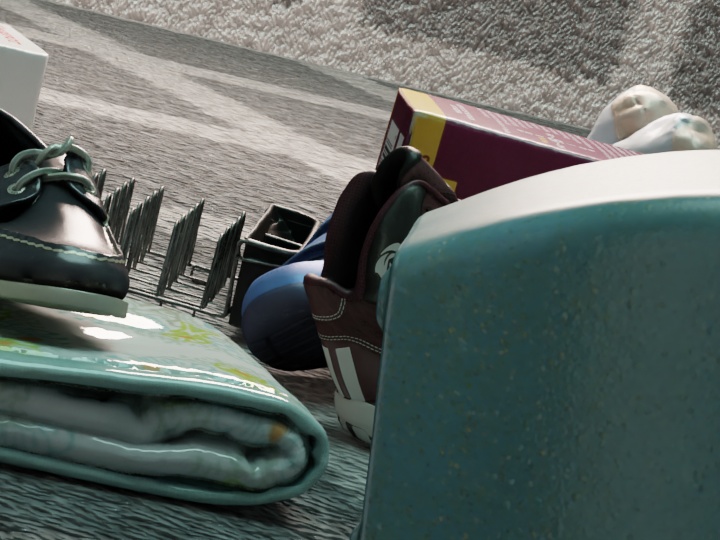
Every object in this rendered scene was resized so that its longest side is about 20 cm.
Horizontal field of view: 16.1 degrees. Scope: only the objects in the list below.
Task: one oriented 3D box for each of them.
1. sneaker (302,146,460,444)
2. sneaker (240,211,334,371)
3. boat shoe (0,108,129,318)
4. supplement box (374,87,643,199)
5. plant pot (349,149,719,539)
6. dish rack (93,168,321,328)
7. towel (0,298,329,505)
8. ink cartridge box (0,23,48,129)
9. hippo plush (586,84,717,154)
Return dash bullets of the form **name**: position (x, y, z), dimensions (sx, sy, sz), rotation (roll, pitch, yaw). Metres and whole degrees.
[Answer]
- **sneaker**: position (0.062, -0.015, 1.124), dimensions (0.200, 0.116, 0.076), rotation (-31, 22, -19)
- **sneaker**: position (0.000, 0.000, 1.241), dimensions (0.074, 0.082, 0.200), rotation (-20, -8, 28)
- **boat shoe**: position (-0.137, -0.027, 1.008), dimensions (0.072, 0.063, 0.200), rotation (13, 7, -25)
- **supplement box**: position (0.101, -0.010, 1.428), dimensions (0.199, 0.131, 0.103), rotation (14, 10, -8)
- **plant pot**: position (0.102, 0.054, 0.815), dimensions (0.199, 0.196, 0.196), rotation (8, 8, 4)
- **dish rack**: position (-0.126, -0.021, 1.330), dimensions (0.199, 0.055, 0.153), rotation (16, 7, 1)
- **towel**: position (-0.123, 0.035, 0.987), dimensions (0.199, 0.048, 0.171), rotation (13, 9, -17)
- **ink cartridge box**: position (-0.311, -0.131, 1.609), dimensions (0.199, 0.084, 0.145), rotation (13, 9, -20)
- **hippo plush**: position (0.123, -0.049, 1.621), dimensions (0.161, 0.160, 0.200), rotation (10, 10, -38)
